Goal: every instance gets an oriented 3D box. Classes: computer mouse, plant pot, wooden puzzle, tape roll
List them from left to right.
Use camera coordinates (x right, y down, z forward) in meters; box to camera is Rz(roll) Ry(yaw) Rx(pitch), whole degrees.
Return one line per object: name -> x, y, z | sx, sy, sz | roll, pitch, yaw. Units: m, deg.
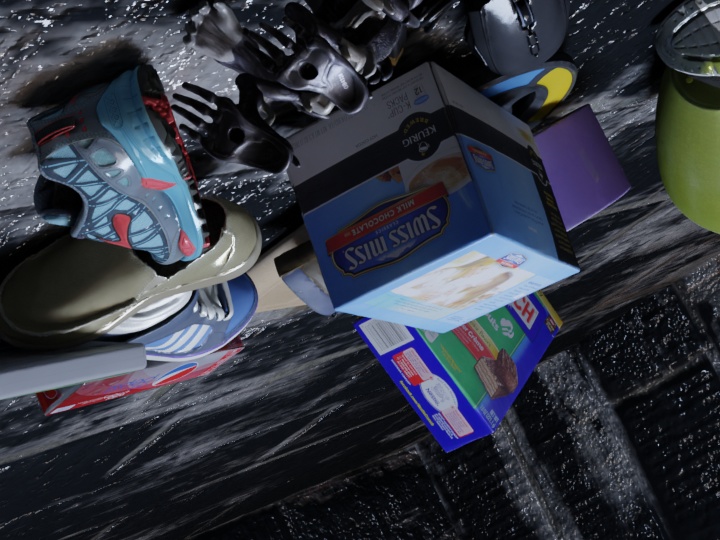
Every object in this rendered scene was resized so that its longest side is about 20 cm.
wooden puzzle -> -0.027, -0.015, 1.310 | 0.184, 0.038, 0.199 | -35, 160, 30
computer mouse -> 0.084, -0.160, 0.917 | 0.139, 0.047, 0.200 | -27, 168, -2
tape roll -> 0.137, -0.065, 1.217 | 0.198, 0.086, 0.200 | -28, -177, 2
plant pot -> 0.353, -0.154, 1.275 | 0.185, 0.189, 0.200 | -29, 153, 12

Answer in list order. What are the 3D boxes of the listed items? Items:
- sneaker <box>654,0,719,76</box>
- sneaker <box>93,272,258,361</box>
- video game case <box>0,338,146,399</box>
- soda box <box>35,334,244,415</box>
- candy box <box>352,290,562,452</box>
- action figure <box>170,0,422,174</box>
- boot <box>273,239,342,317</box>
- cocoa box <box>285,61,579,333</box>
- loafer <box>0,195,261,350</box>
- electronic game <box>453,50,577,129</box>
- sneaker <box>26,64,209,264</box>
sneaker -> 0.348, -0.224, 1.155 | 0.197, 0.075, 0.085 | -20, -169, 17
sneaker -> -0.138, 0.016, 1.073 | 0.198, 0.082, 0.146 | -10, 164, -38
video game case -> -0.281, 0.072, 0.948 | 0.180, 0.022, 0.199 | -1, -175, 35
soda box -> -0.196, 0.065, 1.175 | 0.063, 0.071, 0.199 | -36, 165, 34
candy box -> 0.105, 0.053, 1.389 | 0.077, 0.170, 0.200 | -27, -165, 41
action figure -> -0.028, -0.126, 0.704 | 0.119, 0.102, 0.200 | -42, -171, 24
boot -> 0.000, 0.000, 1.222 | 0.096, 0.076, 0.200 | -22, 154, 15
cocoa box -> 0.057, -0.044, 0.990 | 0.132, 0.133, 0.199 | -25, 163, 21
loafer -> -0.167, -0.008, 0.943 | 0.197, 0.076, 0.068 | -23, 157, -7
electronic game -> 0.088, -0.118, 1.106 | 0.198, 0.042, 0.200 | -27, 168, -6
sneaker -> -0.149, -0.056, 0.815 | 0.094, 0.080, 0.201 | -16, 158, -4
